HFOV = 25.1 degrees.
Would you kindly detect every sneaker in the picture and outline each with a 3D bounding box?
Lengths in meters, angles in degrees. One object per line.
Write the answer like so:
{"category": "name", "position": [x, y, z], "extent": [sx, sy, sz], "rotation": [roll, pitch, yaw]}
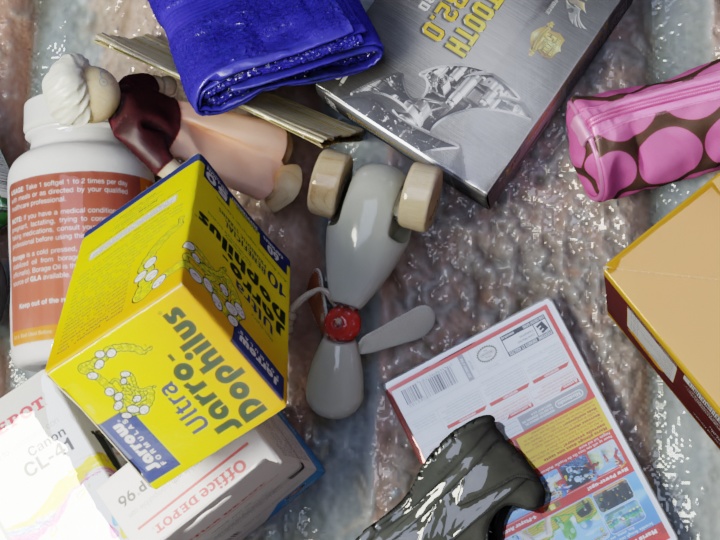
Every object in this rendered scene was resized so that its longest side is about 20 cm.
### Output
{"category": "sneaker", "position": [0.049, 0.199, 1.141], "extent": [0.091, 0.076, 0.200], "rotation": [43, 104, 11]}

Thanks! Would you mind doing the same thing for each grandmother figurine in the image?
{"category": "grandmother figurine", "position": [-0.141, -0.108, 1.181], "extent": [0.061, 0.199, 0.121], "rotation": [-56, 34, 22]}

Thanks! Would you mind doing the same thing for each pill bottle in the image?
{"category": "pill bottle", "position": [-0.208, -0.028, 1.214], "extent": [0.112, 0.112, 0.201], "rotation": [-5, 80, 9]}

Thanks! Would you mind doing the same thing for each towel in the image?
{"category": "towel", "position": [-0.083, -0.211, 1.203], "extent": [0.147, 0.050, 0.200], "rotation": [-17, 51, -11]}

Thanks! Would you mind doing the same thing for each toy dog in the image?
{"category": "toy dog", "position": [0.000, 0.000, 1.199], "extent": [0.132, 0.096, 0.201], "rotation": [35, 103, 10]}

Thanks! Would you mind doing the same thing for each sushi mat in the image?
{"category": "sushi mat", "position": [-0.099, -0.138, 1.223], "extent": [0.199, 0.096, 0.012], "rotation": [25, 106, 12]}

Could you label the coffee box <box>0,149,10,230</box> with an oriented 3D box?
{"category": "coffee box", "position": [-0.353, -0.104, 1.274], "extent": [0.123, 0.044, 0.201], "rotation": [-33, 76, 18]}

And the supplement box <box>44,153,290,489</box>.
{"category": "supplement box", "position": [-0.120, 0.028, 1.067], "extent": [0.109, 0.200, 0.109], "rotation": [-33, 114, 14]}

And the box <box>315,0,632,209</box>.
{"category": "box", "position": [0.086, -0.171, 1.213], "extent": [0.158, 0.048, 0.200], "rotation": [34, 84, 14]}

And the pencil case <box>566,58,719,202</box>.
{"category": "pencil case", "position": [0.246, -0.113, 1.159], "extent": [0.199, 0.094, 0.091], "rotation": [-17, 78, 7]}

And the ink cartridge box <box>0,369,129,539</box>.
{"category": "ink cartridge box", "position": [-0.229, 0.196, 1.195], "extent": [0.147, 0.086, 0.200], "rotation": [-33, 78, 3]}

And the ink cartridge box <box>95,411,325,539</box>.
{"category": "ink cartridge box", "position": [-0.105, 0.145, 1.122], "extent": [0.116, 0.200, 0.068], "rotation": [-39, 77, 1]}

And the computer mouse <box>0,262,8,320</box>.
{"category": "computer mouse", "position": [-0.351, 0.034, 1.217], "extent": [0.199, 0.053, 0.139], "rotation": [-20, 85, 30]}

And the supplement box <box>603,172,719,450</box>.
{"category": "supplement box", "position": [0.274, 0.049, 1.072], "extent": [0.133, 0.200, 0.198], "rotation": [-38, 77, 2]}

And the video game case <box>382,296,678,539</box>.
{"category": "video game case", "position": [0.122, 0.139, 1.178], "extent": [0.143, 0.017, 0.201], "rotation": [-28, 77, 4]}
